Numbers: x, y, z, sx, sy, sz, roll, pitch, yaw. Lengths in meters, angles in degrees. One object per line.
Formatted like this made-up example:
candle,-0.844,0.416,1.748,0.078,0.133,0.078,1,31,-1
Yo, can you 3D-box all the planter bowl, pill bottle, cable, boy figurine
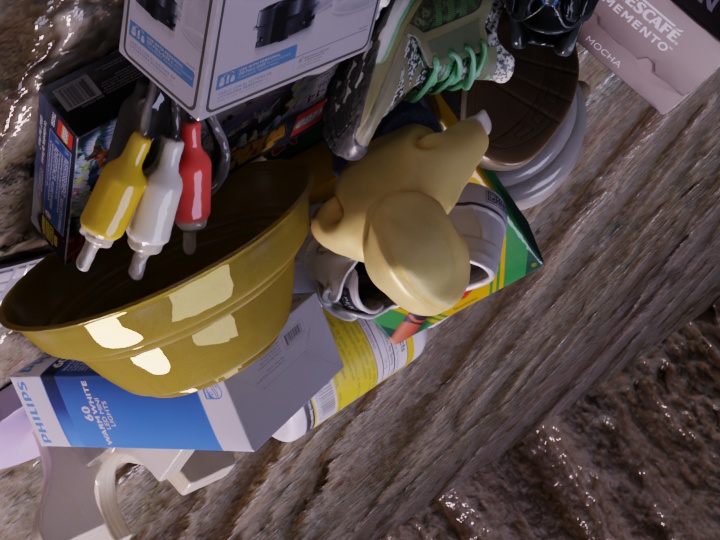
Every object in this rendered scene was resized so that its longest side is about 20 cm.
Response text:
planter bowl,-0.103,0.017,0.942,0.200,0.084,0.201,-21,-160,8
pill bottle,-0.013,0.051,1.389,0.200,0.111,0.111,-32,163,-24
cable,-0.088,-0.089,0.811,0.097,0.050,0.201,-12,133,-41
boy figurine,0.026,-0.048,0.932,0.124,0.064,0.200,-34,-151,10

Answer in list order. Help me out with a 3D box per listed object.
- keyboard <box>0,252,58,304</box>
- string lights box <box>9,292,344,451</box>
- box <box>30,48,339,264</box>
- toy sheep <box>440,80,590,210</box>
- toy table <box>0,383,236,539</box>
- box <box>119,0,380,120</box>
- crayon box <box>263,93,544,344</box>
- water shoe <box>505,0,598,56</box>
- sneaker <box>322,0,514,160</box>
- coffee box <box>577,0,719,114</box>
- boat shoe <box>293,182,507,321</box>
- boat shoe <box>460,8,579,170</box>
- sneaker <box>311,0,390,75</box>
keyboard,-0.186,0.002,1.041,0.200,0.011,0.056,-19,155,-52
string lights box,-0.122,0.066,1.050,0.199,0.059,0.103,-4,-155,40
box,-0.093,-0.094,0.923,0.200,0.040,0.137,-32,163,-26
toy sheep,0.102,-0.113,1.174,0.138,0.138,0.200,-39,151,2
toy table,-0.189,0.131,1.201,0.200,0.117,0.184,-27,161,-35
box,-0.035,-0.175,0.706,0.116,0.060,0.200,-27,147,-37
crayon box,0.026,-0.045,1.096,0.127,0.051,0.200,-29,133,13
water shoe,0.112,-0.166,0.851,0.200,0.071,0.079,54,44,-81
sneaker,0.049,-0.131,0.923,0.200,0.088,0.077,-60,-171,-31
coffee box,0.211,-0.211,1.026,0.200,0.113,0.080,-54,-175,-34
boat shoe,0.000,0.000,1.032,0.199,0.066,0.072,-9,140,22
boat shoe,0.101,-0.138,1.048,0.065,0.071,0.200,-46,-159,55
sneaker,0.014,-0.170,0.819,0.073,0.085,0.200,-2,133,-43
